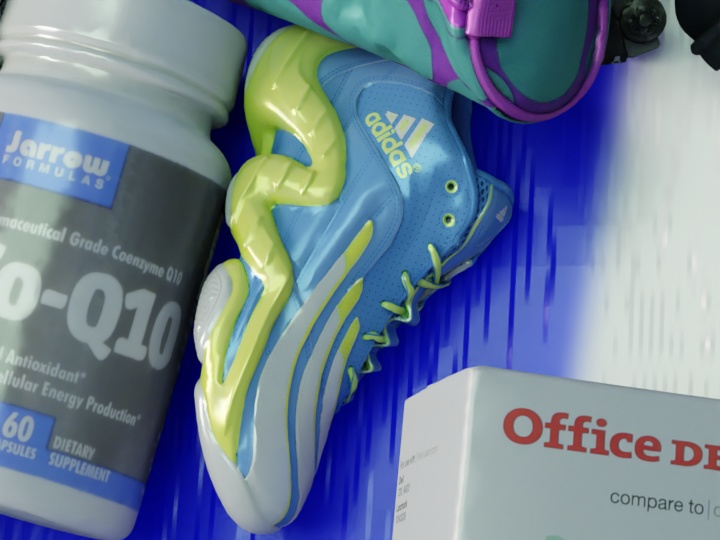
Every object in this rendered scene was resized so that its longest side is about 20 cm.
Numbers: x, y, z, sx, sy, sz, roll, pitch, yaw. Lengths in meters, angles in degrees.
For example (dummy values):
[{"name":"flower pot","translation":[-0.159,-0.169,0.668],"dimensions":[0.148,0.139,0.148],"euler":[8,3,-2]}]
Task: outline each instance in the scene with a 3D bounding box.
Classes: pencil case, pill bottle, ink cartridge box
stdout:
[{"name":"pencil case","translation":[-0.002,-0.124,0.981],"dimensions":[0.200,0.092,0.085],"euler":[25,95,35]},{"name":"pill bottle","translation":[-0.114,-0.006,1.016],"dimensions":[0.113,0.114,0.201],"euler":[12,81,21]},{"name":"ink cartridge box","translation":[0.084,0.141,0.896],"dimensions":[0.144,0.084,0.201],"euler":[8,77,-12]}]

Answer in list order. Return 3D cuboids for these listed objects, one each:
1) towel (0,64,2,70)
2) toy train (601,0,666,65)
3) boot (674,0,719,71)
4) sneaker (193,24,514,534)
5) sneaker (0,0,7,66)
[{"name":"towel","translation":[-0.222,-0.103,1.131],"dimensions":[0.199,0.024,0.145],"euler":[-5,73,16]},{"name":"toy train","translation":[0.063,-0.170,0.991],"dimensions":[0.046,0.034,0.201],"euler":[-21,101,-2]},{"name":"boot","translation":[0.127,-0.196,0.972],"dimensions":[0.168,0.076,0.200],"euler":[36,86,0]},{"name":"sneaker","translation":[0.000,0.000,0.996],"dimensions":[0.105,0.076,0.201],"euler":[0,76,18]},{"name":"sneaker","translation":[-0.148,-0.149,1.038],"dimensions":[0.067,0.108,0.202],"euler":[32,102,8]}]
